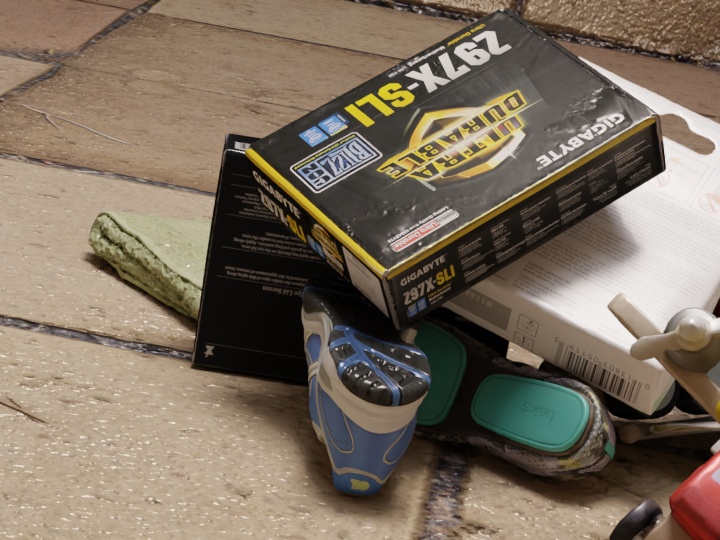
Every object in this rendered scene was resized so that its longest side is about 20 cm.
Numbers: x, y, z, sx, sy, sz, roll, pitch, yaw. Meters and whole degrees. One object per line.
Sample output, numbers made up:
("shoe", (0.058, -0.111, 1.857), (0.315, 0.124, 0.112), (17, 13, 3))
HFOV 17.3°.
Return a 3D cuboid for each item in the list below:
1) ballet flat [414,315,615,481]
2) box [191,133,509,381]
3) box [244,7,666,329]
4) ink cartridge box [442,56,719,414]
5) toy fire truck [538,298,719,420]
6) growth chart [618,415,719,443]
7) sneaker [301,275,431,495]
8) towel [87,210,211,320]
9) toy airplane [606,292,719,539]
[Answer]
("ballet flat", (0.074, 0.081, 1.430), (0.200, 0.073, 0.072), (22, 18, 40))
("box", (0.000, 0.000, 1.514), (0.198, 0.142, 0.079), (9, 10, -4))
("box", (0.055, -0.066, 1.408), (0.199, 0.050, 0.160), (-30, 41, -18))
("ink cartridge box", (0.152, -0.026, 1.442), (0.160, 0.050, 0.200), (27, 51, 14))
("toy fire truck", (0.187, -0.007, 1.518), (0.175, 0.202, 0.128), (-2, -3, -31))
("growth chart", (0.260, 0.097, 1.449), (0.144, 0.018, 0.199), (-1, -1, -37))
("sneaker", (-0.004, 0.060, 1.366), (0.075, 0.078, 0.200), (12, 19, -4))
("towel", (-0.094, -0.001, 1.679), (0.148, 0.037, 0.200), (2, 15, -33))
("toy airplane", (0.226, 0.103, 1.237), (0.199, 0.141, 0.200), (29, 23, -24))
